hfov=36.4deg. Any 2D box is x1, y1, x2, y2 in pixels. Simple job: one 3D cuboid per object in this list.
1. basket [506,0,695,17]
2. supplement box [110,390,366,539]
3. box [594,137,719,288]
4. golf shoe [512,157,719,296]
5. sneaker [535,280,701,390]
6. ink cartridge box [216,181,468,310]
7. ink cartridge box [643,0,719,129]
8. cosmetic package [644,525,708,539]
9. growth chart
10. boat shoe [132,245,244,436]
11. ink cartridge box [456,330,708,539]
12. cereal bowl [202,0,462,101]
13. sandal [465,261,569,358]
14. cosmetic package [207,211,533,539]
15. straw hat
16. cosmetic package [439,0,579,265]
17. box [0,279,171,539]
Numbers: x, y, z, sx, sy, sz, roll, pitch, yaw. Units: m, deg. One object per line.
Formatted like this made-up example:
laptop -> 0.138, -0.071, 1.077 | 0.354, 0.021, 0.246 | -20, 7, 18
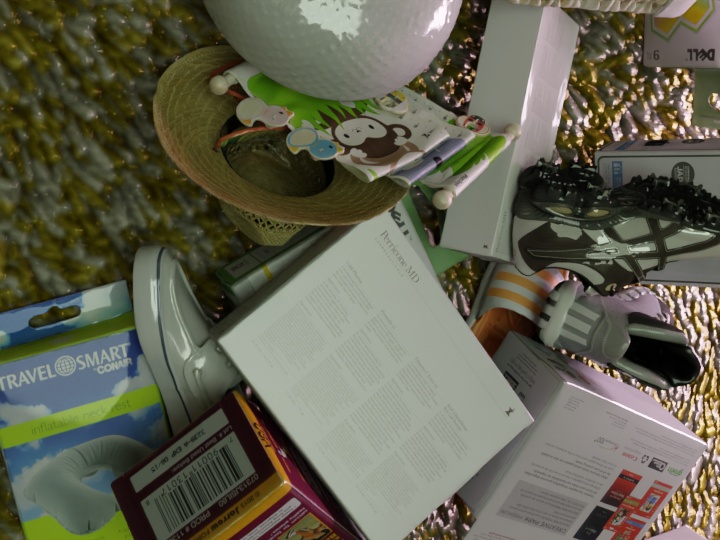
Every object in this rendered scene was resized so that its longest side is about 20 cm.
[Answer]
basket -> 0.186, -0.313, 0.770 | 0.159, 0.200, 0.201 | -2, 70, -15
supplement box -> -0.074, 0.186, 0.795 | 0.110, 0.086, 0.200 | -36, 144, 0
box -> 0.297, -0.048, 0.899 | 0.060, 0.198, 0.118 | -27, 117, -58
golf shoe -> 0.210, -0.024, 0.848 | 0.197, 0.078, 0.095 | 10, 116, -6
sneaker -> 0.238, 0.064, 0.907 | 0.199, 0.115, 0.076 | 5, 108, -49
ink cartridge box -> 0.000, 0.000, 0.850 | 0.199, 0.059, 0.105 | -31, 110, -13
ink cartridge box -> 0.289, -0.216, 0.909 | 0.059, 0.104, 0.203 | -5, 103, -20
cosmetic package -> 0.246, 0.324, 1.018 | 0.198, 0.071, 0.103 | -14, 105, -19
growth chart -> 0.004, -0.110, 0.779 | 0.199, 0.145, 0.018 | 29, 132, 10
boat shoe -> -0.114, 0.069, 0.811 | 0.064, 0.074, 0.202 | -9, 120, 8
ink cartridge box -> 0.163, 0.170, 0.919 | 0.199, 0.084, 0.177 | 25, 102, -36
cereal bowl -> -0.013, -0.225, 0.755 | 0.198, 0.083, 0.203 | 6, 73, -19
sandal -> 0.130, 0.051, 0.917 | 0.079, 0.059, 0.208 | 31, 84, -27
cosmetic package -> 0.010, 0.077, 0.787 | 0.150, 0.052, 0.201 | -38, 103, -10
straw hat -> -0.063, -0.069, 0.785 | 0.199, 0.202, 0.086 | 2, 134, -22
cosmetic package -> 0.117, -0.109, 0.862 | 0.082, 0.050, 0.203 | 13, 89, -62
box -> -0.203, 0.121, 0.809 | 0.121, 0.048, 0.203 | -15, 107, -19
